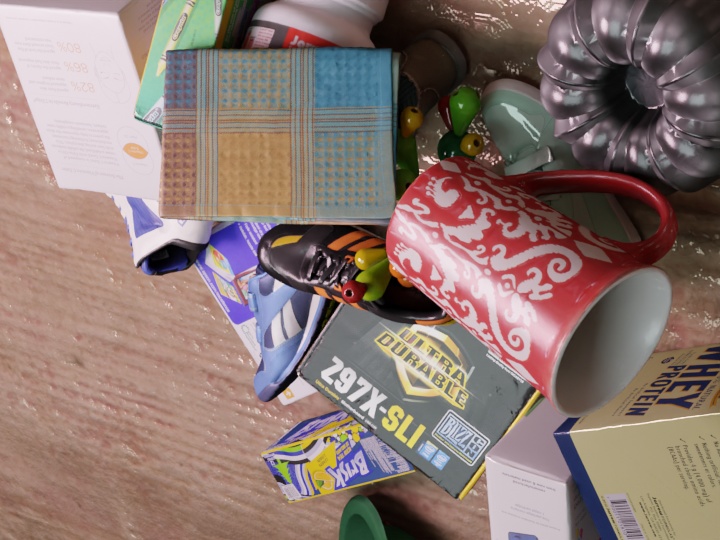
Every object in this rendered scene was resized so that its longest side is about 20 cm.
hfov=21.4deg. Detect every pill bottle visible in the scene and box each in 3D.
[{"bbox_3d":[-0.053,-0.159,1.625,0.115,0.116,0.201,18,86,31],"label":"pill bottle"}]

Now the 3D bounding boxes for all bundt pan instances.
[{"bbox_3d":[0.222,-0.145,1.492,0.201,0.076,0.203,22,130,29],"label":"bundt pan"}]

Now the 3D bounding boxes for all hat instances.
[{"bbox_3d":[0.088,0.320,1.970,0.166,0.175,0.201,104,154,-43],"label":"hat"}]

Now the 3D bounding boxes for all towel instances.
[{"bbox_3d":[-0.065,-0.110,1.553,0.199,0.022,0.148,1,82,11],"label":"towel"}]

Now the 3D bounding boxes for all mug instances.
[{"bbox_3d":[0.140,-0.003,1.491,0.200,0.177,0.134,36,138,34],"label":"mug"}]

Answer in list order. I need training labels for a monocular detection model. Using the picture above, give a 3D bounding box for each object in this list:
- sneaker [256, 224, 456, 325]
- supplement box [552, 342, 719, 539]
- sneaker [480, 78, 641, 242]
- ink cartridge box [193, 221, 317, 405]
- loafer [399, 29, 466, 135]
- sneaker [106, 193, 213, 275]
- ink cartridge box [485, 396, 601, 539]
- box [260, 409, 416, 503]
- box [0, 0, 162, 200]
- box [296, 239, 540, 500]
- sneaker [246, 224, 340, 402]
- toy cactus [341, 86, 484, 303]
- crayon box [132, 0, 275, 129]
[{"bbox_3d":[0.000,0.000,1.680,0.199,0.090,0.070,16,95,7],"label":"sneaker"},{"bbox_3d":[0.307,0.176,1.594,0.199,0.134,0.201,-12,109,45],"label":"supplement box"},{"bbox_3d":[0.147,-0.060,1.583,0.201,0.118,0.074,55,139,-2],"label":"sneaker"},{"bbox_3d":[-0.053,0.018,1.861,0.200,0.043,0.199,-24,101,42],"label":"ink cartridge box"},{"bbox_3d":[0.016,-0.138,1.679,0.075,0.070,0.200,46,137,6],"label":"loafer"},{"bbox_3d":[-0.211,-0.058,1.876,0.199,0.080,0.116,19,101,45],"label":"sneaker"},{"bbox_3d":[0.188,0.222,1.720,0.087,0.145,0.201,16,126,30],"label":"ink cartridge box"},{"bbox_3d":[-0.006,0.176,1.913,0.200,0.070,0.064,-20,103,46],"label":"box"},{"bbox_3d":[-0.222,-0.178,1.751,0.152,0.106,0.201,9,130,32],"label":"box"},{"bbox_3d":[0.062,0.090,1.762,0.200,0.049,0.160,38,116,8],"label":"box"},{"bbox_3d":[-0.068,0.035,1.807,0.082,0.074,0.201,29,120,12],"label":"sneaker"},{"bbox_3d":[0.053,-0.061,1.621,0.102,0.165,0.201,20,94,27],"label":"toy cactus"},{"bbox_3d":[-0.124,-0.218,1.639,0.058,0.119,0.201,19,100,15],"label":"crayon box"}]
